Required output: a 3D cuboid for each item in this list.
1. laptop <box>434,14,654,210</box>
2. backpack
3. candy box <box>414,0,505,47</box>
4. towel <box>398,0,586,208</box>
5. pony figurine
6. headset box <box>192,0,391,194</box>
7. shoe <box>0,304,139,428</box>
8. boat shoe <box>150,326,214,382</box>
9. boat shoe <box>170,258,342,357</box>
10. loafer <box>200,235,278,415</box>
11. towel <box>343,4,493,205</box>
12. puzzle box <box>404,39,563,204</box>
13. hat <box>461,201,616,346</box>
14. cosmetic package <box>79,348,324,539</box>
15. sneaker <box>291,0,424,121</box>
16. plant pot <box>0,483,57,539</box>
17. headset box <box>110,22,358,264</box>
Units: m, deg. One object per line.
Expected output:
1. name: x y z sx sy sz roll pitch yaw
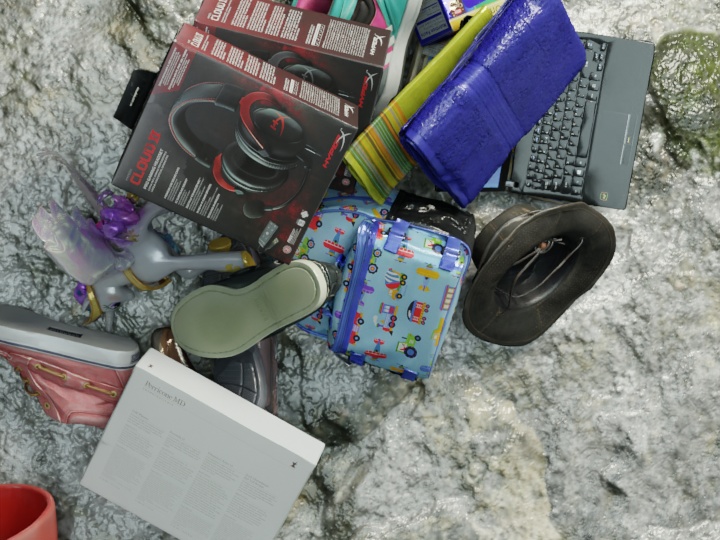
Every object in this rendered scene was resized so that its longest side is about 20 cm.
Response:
1. laptop: 0.189 -0.156 1.334 0.199 0.103 0.178 10 102 5
2. backpack: 0.000 0.000 1.330 0.199 0.135 0.183 20 114 -1
3. candy box: 0.110 -0.353 1.347 0.169 0.077 0.201 -25 98 -23
4. towel: 0.126 -0.169 1.258 0.200 0.148 0.050 -49 58 -2
5. pony figurine: -0.228 -0.036 1.307 0.199 0.167 0.193 -21 122 11
6. headset box: -0.084 -0.173 1.259 0.199 0.077 0.149 14 128 -3
7. shoe: -0.328 0.098 1.338 0.199 0.071 0.091 14 104 1
8. boat shoe: -0.161 0.146 1.366 0.072 0.076 0.201 -22 104 -10
9. boat shoe: -0.099 0.031 1.288 0.199 0.066 0.075 -27 87 35
10. loafer: -0.120 0.061 1.362 0.072 0.063 0.201 -14 71 23
11. towel: 0.067 -0.156 1.256 0.200 0.086 0.018 -47 55 -4
12. puzzle box: 0.139 -0.160 1.406 0.199 0.025 0.134 15 92 -8
13. hat: 0.167 -0.013 1.374 0.200 0.201 0.081 -38 55 -4
14. cosmetic package: -0.157 0.191 1.302 0.199 0.052 0.151 29 113 0
15. sneaker: -0.013 -0.234 1.313 0.120 0.084 0.201 3 132 -14
16. plant pot: -0.382 0.330 1.295 0.199 0.200 0.178 -12 103 -6
17. headset box: -0.121 -0.118 1.189 0.199 0.075 0.149 25 110 -10
